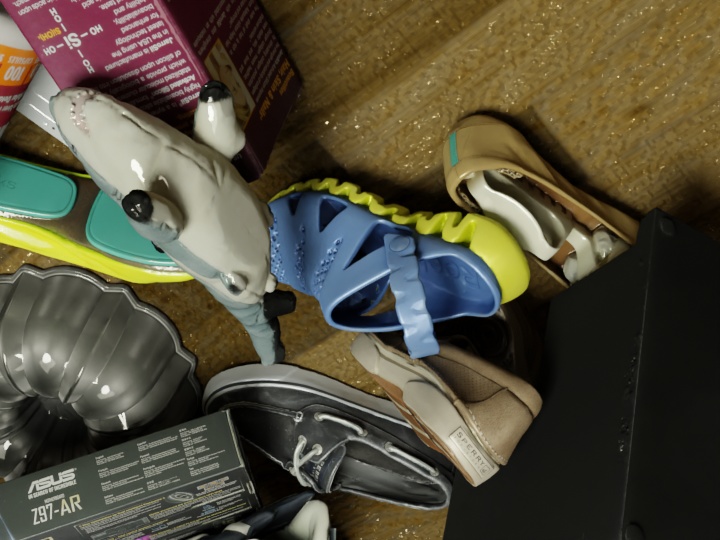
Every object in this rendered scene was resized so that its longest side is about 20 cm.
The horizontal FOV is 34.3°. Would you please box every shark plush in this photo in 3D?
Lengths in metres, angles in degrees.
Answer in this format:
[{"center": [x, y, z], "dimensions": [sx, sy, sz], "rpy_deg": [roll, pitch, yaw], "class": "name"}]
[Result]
[{"center": [-0.086, -0.026, 0.642], "dimensions": [0.082, 0.092, 0.200], "rpy_deg": [3, 152, 34], "class": "shark plush"}]

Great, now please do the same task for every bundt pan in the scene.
[{"center": [-0.222, 0.099, 0.863], "dimensions": [0.199, 0.076, 0.204], "rpy_deg": [6, 126, 8], "class": "bundt pan"}]

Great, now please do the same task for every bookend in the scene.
[{"center": [0.135, 0.105, 0.684], "dimensions": [0.091, 0.201, 0.200], "rpy_deg": [26, 146, -17], "class": "bookend"}]

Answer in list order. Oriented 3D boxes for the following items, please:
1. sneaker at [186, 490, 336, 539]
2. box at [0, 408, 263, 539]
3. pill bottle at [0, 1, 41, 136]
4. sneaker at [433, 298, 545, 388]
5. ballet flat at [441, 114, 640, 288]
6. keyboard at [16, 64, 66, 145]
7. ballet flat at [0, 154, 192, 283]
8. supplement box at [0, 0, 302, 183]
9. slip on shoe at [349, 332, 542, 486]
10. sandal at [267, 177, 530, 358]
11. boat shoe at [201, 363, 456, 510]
[{"center": [-0.039, 0.218, 0.866], "dimensions": [0.198, 0.081, 0.129], "rpy_deg": [21, 142, -39], "class": "sneaker"}, {"center": [-0.172, 0.176, 0.831], "dimensions": [0.197, 0.044, 0.161], "rpy_deg": [-18, 154, -6], "class": "box"}, {"center": [-0.269, -0.093, 0.685], "dimensions": [0.112, 0.113, 0.201], "rpy_deg": [31, 111, -12], "class": "pill bottle"}, {"center": [0.105, 0.072, 0.793], "dimensions": [0.070, 0.075, 0.202], "rpy_deg": [-19, 98, 35], "class": "sneaker"}, {"center": [0.127, -0.016, 0.722], "dimensions": [0.199, 0.063, 0.069], "rpy_deg": [34, 126, -14], "class": "ballet flat"}, {"center": [-0.239, -0.148, 0.732], "dimensions": [0.199, 0.011, 0.056], "rpy_deg": [36, 118, -16], "class": "keyboard"}, {"center": [-0.182, -0.029, 0.779], "dimensions": [0.197, 0.068, 0.067], "rpy_deg": [15, 148, 3], "class": "ballet flat"}, {"center": [-0.122, -0.146, 0.646], "dimensions": [0.085, 0.111, 0.201], "rpy_deg": [-17, 121, 23], "class": "supplement box"}, {"center": [0.049, 0.069, 0.725], "dimensions": [0.060, 0.200, 0.076], "rpy_deg": [-41, 105, -6], "class": "slip on shoe"}, {"center": [0.000, 0.000, 0.716], "dimensions": [0.198, 0.087, 0.080], "rpy_deg": [10, 137, 37], "class": "sandal"}, {"center": [-0.024, 0.128, 0.849], "dimensions": [0.197, 0.068, 0.072], "rpy_deg": [18, 127, -1], "class": "boat shoe"}]
